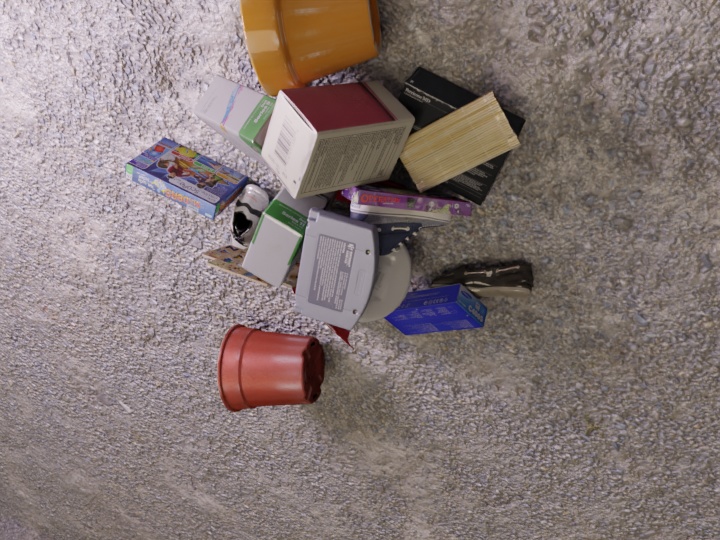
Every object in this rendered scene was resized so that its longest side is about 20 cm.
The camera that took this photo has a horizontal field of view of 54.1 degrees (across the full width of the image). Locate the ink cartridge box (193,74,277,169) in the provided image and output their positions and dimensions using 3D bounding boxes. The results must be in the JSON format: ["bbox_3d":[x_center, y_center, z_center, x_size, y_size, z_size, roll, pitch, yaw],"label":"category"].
[{"bbox_3d":[-0.172,-0.241,1.210,0.199,0.088,0.145,29,175,41],"label":"ink cartridge box"}]

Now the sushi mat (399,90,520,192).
[{"bbox_3d":[0.148,-0.200,1.122,0.199,0.012,0.096,-23,112,36],"label":"sushi mat"}]

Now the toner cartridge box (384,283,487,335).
[{"bbox_3d":[0.139,0.079,1.379,0.199,0.044,0.095,-11,141,44],"label":"toner cartridge box"}]

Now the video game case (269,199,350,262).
[{"bbox_3d":[-0.086,-0.067,1.437,0.198,0.018,0.144,10,129,19],"label":"video game case"}]

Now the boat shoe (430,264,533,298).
[{"bbox_3d":[0.230,0.017,1.330,0.198,0.058,0.067,1,161,30],"label":"boat shoe"}]

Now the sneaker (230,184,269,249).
[{"bbox_3d":[-0.243,-0.087,1.450,0.073,0.080,0.201,24,141,4],"label":"sneaker"}]

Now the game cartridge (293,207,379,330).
[{"bbox_3d":[-0.038,0.001,1.205,0.132,0.041,0.202,19,119,11],"label":"game cartridge"}]

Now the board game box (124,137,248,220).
[{"bbox_3d":[-0.341,-0.185,1.394,0.199,0.136,0.035,26,128,7],"label":"board game box"}]

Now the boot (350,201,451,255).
[{"bbox_3d":[0.067,-0.074,1.250,0.198,0.073,0.091,3,103,-25],"label":"boot"}]

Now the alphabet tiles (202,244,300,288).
[{"bbox_3d":[-0.196,-0.010,1.362,0.198,0.166,0.006,18,108,17],"label":"alphabet tiles"}]

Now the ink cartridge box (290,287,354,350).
[{"bbox_3d":[-0.074,0.065,1.414,0.161,0.200,0.050,43,88,-19],"label":"ink cartridge box"}]

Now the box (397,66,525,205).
[{"bbox_3d":[0.148,-0.221,1.164,0.199,0.079,0.142,28,134,5],"label":"box"}]

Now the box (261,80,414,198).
[{"bbox_3d":[-0.036,-0.208,1.103,0.109,0.199,0.128,51,137,26],"label":"box"}]

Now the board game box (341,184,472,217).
[{"bbox_3d":[0.076,-0.121,1.196,0.198,0.120,0.033,5,106,-17],"label":"board game box"}]

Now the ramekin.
[{"bbox_3d":[0.000,0.000,1.314,0.201,0.200,0.098,51,172,-16],"label":"ramekin"}]

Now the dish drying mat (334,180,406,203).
[{"bbox_3d":[-0.014,-0.157,1.333,0.198,0.018,0.077,20,131,11],"label":"dish drying mat"}]

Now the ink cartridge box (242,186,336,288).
[{"bbox_3d":[-0.122,-0.090,1.293,0.083,0.201,0.147,29,133,0],"label":"ink cartridge box"}]

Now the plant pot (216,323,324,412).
[{"bbox_3d":[-0.194,0.225,1.606,0.193,0.201,0.202,0,125,17],"label":"plant pot"}]

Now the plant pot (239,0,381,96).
[{"bbox_3d":[-0.066,-0.383,1.087,0.181,0.201,0.202,-6,123,10],"label":"plant pot"}]
